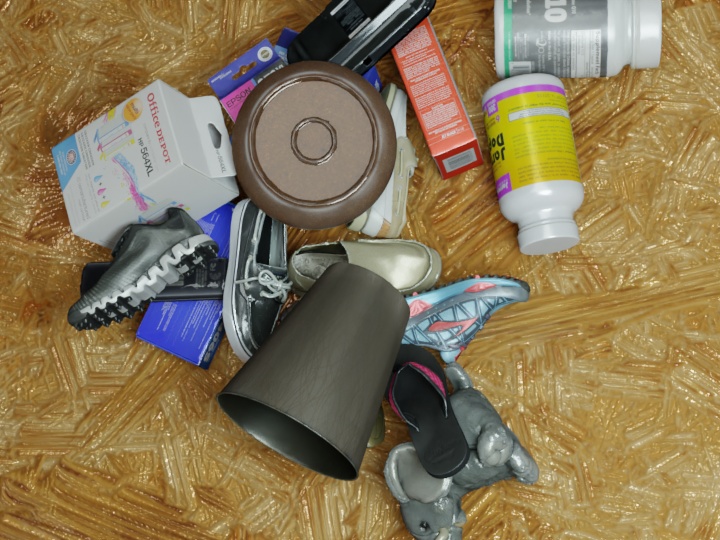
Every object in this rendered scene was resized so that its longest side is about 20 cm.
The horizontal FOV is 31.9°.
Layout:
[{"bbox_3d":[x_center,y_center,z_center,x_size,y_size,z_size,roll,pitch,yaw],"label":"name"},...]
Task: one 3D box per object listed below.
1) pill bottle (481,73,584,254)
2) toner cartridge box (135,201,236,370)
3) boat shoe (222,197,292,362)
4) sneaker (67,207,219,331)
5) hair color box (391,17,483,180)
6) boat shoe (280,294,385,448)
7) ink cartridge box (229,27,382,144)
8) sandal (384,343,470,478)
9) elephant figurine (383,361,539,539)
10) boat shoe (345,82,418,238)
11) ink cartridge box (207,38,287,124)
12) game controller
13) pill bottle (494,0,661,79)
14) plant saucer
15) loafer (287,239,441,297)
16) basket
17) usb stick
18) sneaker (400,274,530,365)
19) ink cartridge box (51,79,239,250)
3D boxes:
[{"bbox_3d":[0.210,-0.126,1.515,0.103,0.104,0.203,-10,75,7],"label":"pill bottle"},{"bbox_3d":[-0.194,0.013,1.579,0.094,0.043,0.202,23,82,13],"label":"toner cartridge box"},{"bbox_3d":[-0.115,0.011,1.513,0.068,0.073,0.202,-6,75,45],"label":"boat shoe"},{"bbox_3d":[-0.271,-0.006,1.510,0.199,0.067,0.091,-33,69,-3],"label":"sneaker"},{"bbox_3d":[0.088,-0.225,1.560,0.061,0.102,0.202,-21,74,6],"label":"hair color box"},{"bbox_3d":[-0.035,0.126,1.520,0.066,0.072,0.203,-30,80,27],"label":"boat shoe"},{"bbox_3d":[-0.062,-0.213,1.596,0.135,0.076,0.202,23,80,13],"label":"ink cartridge box"},{"bbox_3d":[0.067,0.145,1.412,0.075,0.045,0.201,-33,42,5],"label":"sandal"},{"bbox_3d":[0.091,0.242,1.436,0.199,0.155,0.142,-40,117,5],"label":"elephant figurine"},{"bbox_3d":[0.034,-0.133,1.568,0.068,0.075,0.202,18,71,-16],"label":"boat shoe"},{"bbox_3d":[-0.103,-0.187,1.540,0.094,0.037,0.201,-34,73,0],"label":"ink cartridge box"},{"bbox_3d":[-0.002,-0.297,1.533,0.200,0.042,0.105,-41,56,10],"label":"game controller"},{"bbox_3d":[0.264,-0.293,1.542,0.197,0.113,0.115,-1,77,8],"label":"pill bottle"},{"bbox_3d":[-0.054,-0.151,1.485,0.197,0.034,0.203,0,85,-2],"label":"plant saucer"},{"bbox_3d":[0.000,0.000,1.538,0.197,0.068,0.077,-5,76,8],"label":"loafer"},{"bbox_3d":[-0.037,0.103,1.413,0.179,0.136,0.201,27,64,6],"label":"basket"},{"bbox_3d":[-0.251,0.013,1.551,0.197,0.033,0.056,-2,69,11],"label":"usb stick"},{"bbox_3d":[0.113,0.065,1.509,0.198,0.079,0.097,-16,80,15],"label":"sneaker"},{"bbox_3d":[-0.254,-0.129,1.546,0.199,0.125,0.130,-30,65,19],"label":"ink cartridge box"}]
